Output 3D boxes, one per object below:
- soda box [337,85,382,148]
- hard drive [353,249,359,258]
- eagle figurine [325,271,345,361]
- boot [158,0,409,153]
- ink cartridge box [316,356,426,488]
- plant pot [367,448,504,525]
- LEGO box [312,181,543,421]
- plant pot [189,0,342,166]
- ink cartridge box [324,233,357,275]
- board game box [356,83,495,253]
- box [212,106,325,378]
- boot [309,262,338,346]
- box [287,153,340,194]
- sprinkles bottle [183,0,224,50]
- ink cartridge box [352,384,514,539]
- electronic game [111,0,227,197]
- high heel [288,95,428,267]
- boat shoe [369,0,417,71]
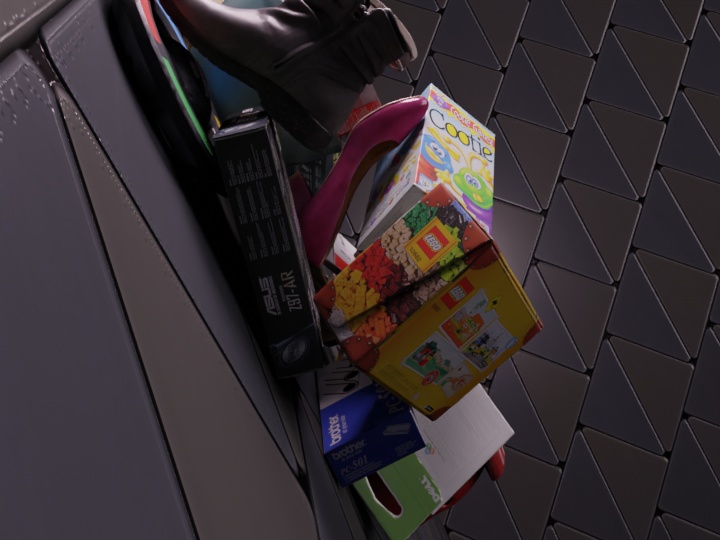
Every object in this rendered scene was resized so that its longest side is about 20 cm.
[{"bbox_3d":[-0.034,-0.246,0.836,0.070,0.062,0.205,67,1,-82],"label":"soda box"},{"bbox_3d":[0.077,0.046,0.909,0.200,0.027,0.132,46,7,8],"label":"hard drive"},{"bbox_3d":[0.012,0.084,1.090,0.151,0.197,0.155,-27,137,-55],"label":"eagle figurine"},{"bbox_3d":[-0.064,-0.209,0.585,0.199,0.132,0.070,40,11,-7],"label":"boot"},{"bbox_3d":[0.005,0.142,0.754,0.045,0.092,0.200,64,1,-16],"label":"ink cartridge box"},{"bbox_3d":[0.081,0.217,0.938,0.205,0.179,0.200,64,2,-3],"label":"plant pot"},{"bbox_3d":[0.070,0.040,0.644,0.078,0.148,0.200,52,5,35],"label":"LEGO box"},{"bbox_3d":[-0.118,-0.198,0.776,0.200,0.131,0.205,156,-89,-90],"label":"plant pot"},{"bbox_3d":[0.000,0.000,0.935,0.198,0.051,0.161,33,-6,43],"label":"ink cartridge box"},{"bbox_3d":[0.077,-0.090,0.772,0.102,0.105,0.203,32,40,-16],"label":"board game box"},{"bbox_3d":[-0.076,-0.033,0.623,0.161,0.042,0.205,-107,-176,-70],"label":"box"},{"bbox_3d":[-0.070,0.013,0.873,0.200,0.065,0.180,96,-27,-85],"label":"boot"},{"bbox_3d":[-0.095,-0.204,0.983,0.155,0.051,0.202,30,-34,18],"label":"box"},{"bbox_3d":[-0.206,-0.326,0.946,0.202,0.067,0.069,-113,179,-50],"label":"sprinkles bottle"},{"bbox_3d":[0.067,0.199,0.779,0.105,0.198,0.059,53,-31,6],"label":"ink cartridge box"},{"bbox_3d":[-0.151,-0.158,0.602,0.200,0.041,0.205,-24,91,-89],"label":"electronic game"},{"bbox_3d":[0.005,-0.095,0.741,0.097,0.197,0.067,57,2,13],"label":"high heel"},{"bbox_3d":[-0.012,-0.273,0.759,0.071,0.060,0.199,28,-4,46],"label":"boat shoe"}]
